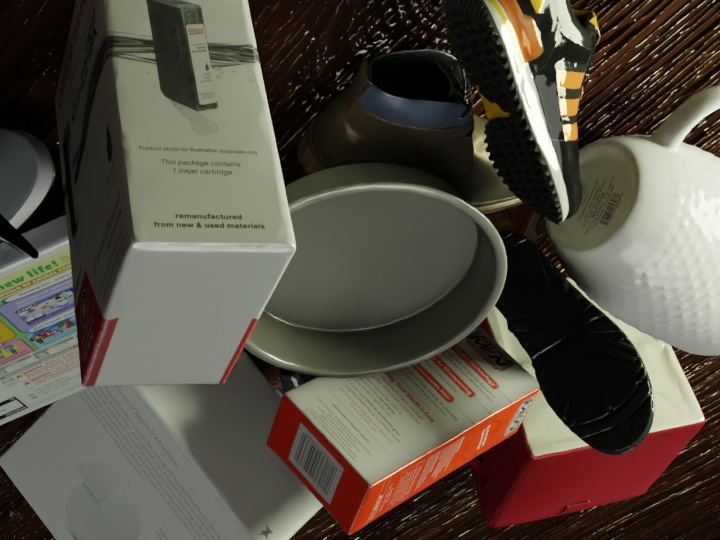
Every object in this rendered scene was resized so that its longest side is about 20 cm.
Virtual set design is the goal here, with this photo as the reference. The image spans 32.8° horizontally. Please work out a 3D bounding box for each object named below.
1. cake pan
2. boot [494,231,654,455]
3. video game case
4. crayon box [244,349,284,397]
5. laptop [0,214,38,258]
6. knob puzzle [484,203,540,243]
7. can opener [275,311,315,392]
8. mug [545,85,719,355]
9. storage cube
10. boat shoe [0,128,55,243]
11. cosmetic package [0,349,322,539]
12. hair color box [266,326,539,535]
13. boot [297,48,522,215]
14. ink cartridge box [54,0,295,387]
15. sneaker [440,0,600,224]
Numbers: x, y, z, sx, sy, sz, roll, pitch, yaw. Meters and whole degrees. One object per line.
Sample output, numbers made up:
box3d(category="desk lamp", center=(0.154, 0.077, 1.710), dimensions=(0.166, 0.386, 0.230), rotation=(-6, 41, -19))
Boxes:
box3d(category="cake pan", center=(0.000, 0.000, 0.840), dimensions=(0.198, 0.037, 0.201), rotation=(-6, 140, -5))
box3d(category="boot", center=(0.166, 0.063, 0.944), dimensions=(0.073, 0.199, 0.162), rotation=(-38, 154, 6))
box3d(category="video game case", center=(-0.226, 0.041, 0.815), dimensions=(0.199, 0.022, 0.182), rotation=(-23, 152, 1))
box3d(category="crayon box", center=(-0.055, 0.076, 1.075), dimensions=(0.199, 0.059, 0.118), rotation=(-33, 147, 28))
box3d(category="laptop", center=(-0.299, -0.037, 0.655), dimensions=(0.199, 0.104, 0.177), rotation=(-31, 134, 25))
box3d(category="knob puzzle", center=(0.061, -0.006, 0.947), dimensions=(0.218, 0.031, 0.221), rotation=(-21, 144, -16))
box3d(category="can opener", center=(-0.041, 0.095, 0.977), dimensions=(0.053, 0.067, 0.201), rotation=(-9, 123, 11))
box3d(category="mug", center=(0.245, -0.049, 0.941), dimensions=(0.174, 0.148, 0.201), rotation=(22, 107, -37))
box3d(category="storage cube", center=(0.195, 0.123, 1.172), dimensions=(0.198, 0.172, 0.180), rotation=(-9, 151, -13))
box3d(category="boat shoe", center=(-0.257, -0.025, 0.784), dimensions=(0.199, 0.070, 0.066), rotation=(-35, 165, 25))
box3d(category="cosmetic package", center=(-0.156, 0.162, 1.000), dimensions=(0.200, 0.200, 0.123), rotation=(-40, 177, 39))
box3d(category="hair color box", center=(0.037, 0.110, 0.939), dimensions=(0.199, 0.101, 0.062), rotation=(-22, 145, -40))
box3d(category="boot", center=(0.066, -0.092, 0.818), dimensions=(0.198, 0.075, 0.097), rotation=(-1, 151, -24))
box3d(category="ink cartridge box", center=(-0.107, -0.059, 0.654), dimensions=(0.083, 0.201, 0.145), rotation=(1, 148, -22))
box3d(category="sneaker", center=(0.121, -0.116, 0.767), dimensions=(0.090, 0.070, 0.201), rotation=(-39, 135, -11))
